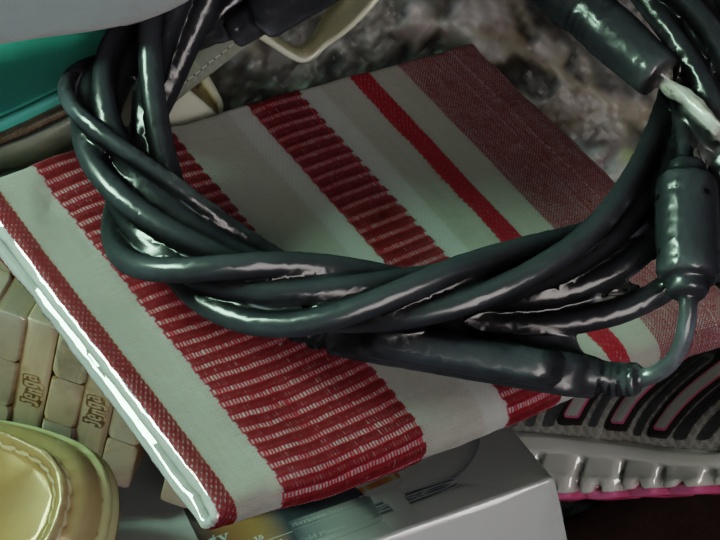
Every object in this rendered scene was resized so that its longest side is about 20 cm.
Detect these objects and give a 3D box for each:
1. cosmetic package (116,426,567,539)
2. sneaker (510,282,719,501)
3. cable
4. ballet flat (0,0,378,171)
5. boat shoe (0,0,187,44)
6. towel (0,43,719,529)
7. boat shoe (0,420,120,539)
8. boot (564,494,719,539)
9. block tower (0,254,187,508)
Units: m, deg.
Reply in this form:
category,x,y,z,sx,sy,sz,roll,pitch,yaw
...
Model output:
category,x,y,z,sx,sy,sz,roll,pitch,yaw
cosmetic package,-0.051,0.085,0.734,0.199,0.151,0.052,-18,114,-11
sneaker,0.112,0.030,0.761,0.074,0.199,0.088,5,81,-47
cable,0.012,-0.052,0.655,0.199,0.051,0.164,10,75,9
ballet flat,-0.047,-0.078,0.729,0.200,0.067,0.064,-38,125,-1
boat shoe,-0.114,-0.098,0.666,0.199,0.057,0.069,-20,124,17
towel,0.000,0.000,0.696,0.199,0.144,0.023,-18,141,-34
boat shoe,-0.169,0.067,0.655,0.199,0.063,0.074,-1,66,10
boot,0.122,0.074,0.818,0.166,0.072,0.201,-20,71,19
block tower,-0.115,0.013,0.697,0.199,0.058,0.054,19,125,3
